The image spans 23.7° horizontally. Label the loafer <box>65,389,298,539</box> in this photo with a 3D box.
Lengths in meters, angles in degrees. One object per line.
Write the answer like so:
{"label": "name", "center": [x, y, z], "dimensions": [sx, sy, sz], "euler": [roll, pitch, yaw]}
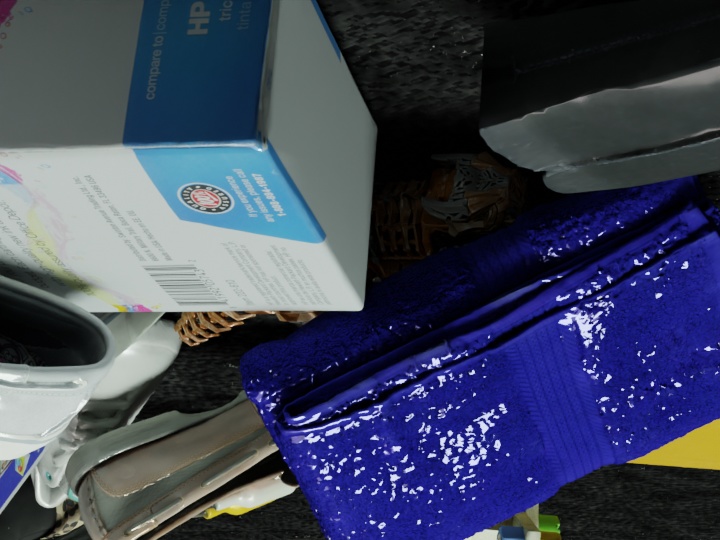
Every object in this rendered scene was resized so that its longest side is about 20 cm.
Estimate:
{"label": "loafer", "center": [-0.055, 0.099, 0.918], "dimensions": [0.199, 0.063, 0.072], "euler": [-18, 152, -11]}

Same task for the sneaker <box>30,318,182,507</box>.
{"label": "sneaker", "center": [-0.148, 0.081, 0.949], "dimensions": [0.075, 0.089, 0.200], "euler": [11, 157, -15]}

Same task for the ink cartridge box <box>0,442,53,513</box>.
{"label": "ink cartridge box", "center": [-0.191, 0.087, 0.793], "dimensions": [0.039, 0.200, 0.100], "euler": [18, 135, 13]}

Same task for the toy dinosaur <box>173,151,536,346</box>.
{"label": "toy dinosaur", "center": [0.000, 0.000, 0.760], "dimensions": [0.199, 0.103, 0.136], "euler": [6, 152, 49]}

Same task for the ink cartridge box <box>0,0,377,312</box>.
{"label": "ink cartridge box", "center": [-0.107, -0.046, 0.630], "dimensions": [0.199, 0.085, 0.145], "euler": [-2, 157, 13]}

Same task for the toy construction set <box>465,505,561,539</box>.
{"label": "toy construction set", "center": [0.058, 0.118, 0.946], "dimensions": [0.092, 0.132, 0.200], "euler": [9, 157, -18]}

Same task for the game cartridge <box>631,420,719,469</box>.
{"label": "game cartridge", "center": [0.211, 0.073, 0.955], "dimensions": [0.175, 0.033, 0.200], "euler": [5, 160, -5]}

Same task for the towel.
{"label": "towel", "center": [0.063, 0.049, 0.700], "dimensions": [0.199, 0.050, 0.148], "euler": [-25, 131, 0]}

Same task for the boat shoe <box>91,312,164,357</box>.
{"label": "boat shoe", "center": [-0.155, 0.027, 0.735], "dimensions": [0.070, 0.201, 0.072], "euler": [-21, 103, 47]}

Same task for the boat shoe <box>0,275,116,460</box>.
{"label": "boat shoe", "center": [-0.176, 0.013, 0.595], "dimensions": [0.199, 0.072, 0.068], "euler": [28, 129, -31]}

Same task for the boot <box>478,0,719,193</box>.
{"label": "boot", "center": [0.161, -0.051, 0.597], "dimensions": [0.199, 0.066, 0.165], "euler": [-13, 145, 29]}

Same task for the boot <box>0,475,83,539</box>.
{"label": "boot", "center": [-0.271, 0.116, 1.040], "dimensions": [0.200, 0.074, 0.150], "euler": [34, -152, 29]}

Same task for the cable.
{"label": "cable", "center": [-0.111, 0.146, 1.051], "dimensions": [0.199, 0.050, 0.097], "euler": [-30, 161, -25]}
